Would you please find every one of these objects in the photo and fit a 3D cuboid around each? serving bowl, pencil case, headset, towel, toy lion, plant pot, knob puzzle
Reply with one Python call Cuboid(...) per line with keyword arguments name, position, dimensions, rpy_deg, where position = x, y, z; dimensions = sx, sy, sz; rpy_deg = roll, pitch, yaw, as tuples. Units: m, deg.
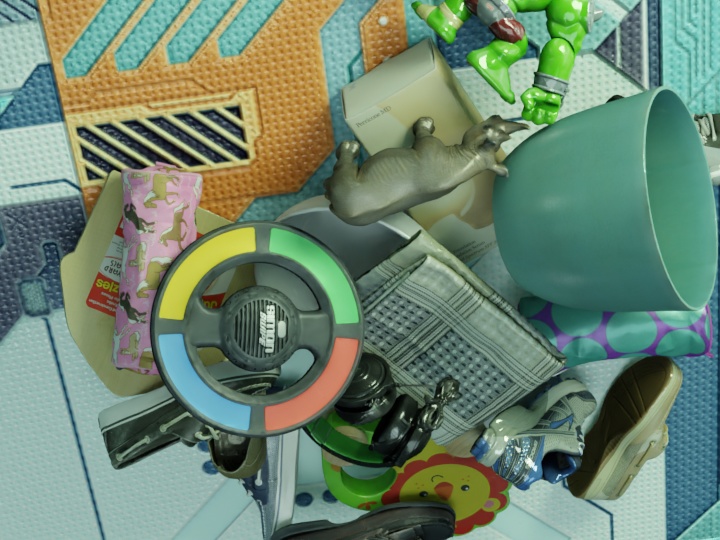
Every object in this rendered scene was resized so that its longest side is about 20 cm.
Cuboid(name="serving bowl", position=(0.000, 0.000, 1.605), dimensions=(0.200, 0.066, 0.200), rpy_deg=(13, 134, 14))
Cuboid(name="pencil case", position=(0.257, 0.059, 1.682), dimensions=(0.200, 0.085, 0.093), rpy_deg=(-8, 107, 1))
Cuboid(name="headset", position=(0.016, 0.141, 1.566), dimensions=(0.200, 0.094, 0.124), rpy_deg=(-24, 118, 43))
Cuboid(name="towel", position=(0.065, 0.071, 1.569), dimensions=(0.200, 0.035, 0.193), rpy_deg=(41, 133, -12))
Cuboid(name="pencil case", position=(-0.191, -0.002, 1.556), dimensions=(0.083, 0.086, 0.200), rpy_deg=(0, 94, -38))
Cuboid(name="toy lion", position=(0.060, 0.213, 1.743), dimensions=(0.200, 0.069, 0.192), rpy_deg=(-4, 130, -2))
Cuboid(name="plant pot", position=(0.215, -0.055, 1.492), dimensions=(0.161, 0.201, 0.201), rpy_deg=(-8, 126, 28))
Cuboid(name="knob puzzle", position=(-0.203, 0.028, 1.616), dimensions=(0.219, 0.030, 0.220), rpy_deg=(-1, 95, -17))

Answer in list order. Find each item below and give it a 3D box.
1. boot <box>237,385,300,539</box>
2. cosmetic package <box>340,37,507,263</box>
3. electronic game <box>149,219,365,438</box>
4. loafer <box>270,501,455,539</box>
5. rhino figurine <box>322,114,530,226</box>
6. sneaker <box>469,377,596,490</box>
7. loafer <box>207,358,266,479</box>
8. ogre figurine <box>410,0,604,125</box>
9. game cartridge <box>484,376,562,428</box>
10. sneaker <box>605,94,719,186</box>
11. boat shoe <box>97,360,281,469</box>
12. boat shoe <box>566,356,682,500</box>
Cuboid(name="boot", position=(-0.112, 0.208, 1.760), dimensions=(0.090, 0.073, 0.200), rpy_deg=(5, 114, 0))
Cuboid(name="cosmetic package", position=(0.075, -0.108, 1.569), dimensions=(0.105, 0.071, 0.200), rpy_deg=(-30, 120, 14))
Cuboid(name="electronic game", position=(-0.093, 0.054, 1.516), dimensions=(0.200, 0.042, 0.200), rpy_deg=(1, 88, -14))
Cuboid(name="loafer", position=(0.005, 0.294, 1.737), dimensions=(0.200, 0.063, 0.072), rpy_deg=(-10, 135, 1))
Cuboid(name="rhino figurine", position=(0.058, -0.094, 1.481), dimensions=(0.200, 0.087, 0.060), rpy_deg=(-18, 123, 9))
Cuboid(name="sneaker", position=(0.191, 0.175, 1.674), dimensions=(0.085, 0.200, 0.077), rpy_deg=(46, 125, 18))
Cuboid(name="loafer", position=(-0.128, 0.117, 1.663), dimensions=(0.076, 0.067, 0.200), rpy_deg=(-8, 97, 2))
Cuboid(name="ogre figurine", position=(0.129, -0.234, 1.470), dimensions=(0.120, 0.200, 0.098), rpy_deg=(-45, 155, 7))
Cuboid(name="game cartridge", position=(0.098, 0.133, 1.745), dimensions=(0.200, 0.040, 0.133), rpy_deg=(22, 122, -17))
Cuboid(name="sneaker", position=(0.290, -0.129, 1.575), dimensions=(0.200, 0.075, 0.116), rpy_deg=(-27, 118, 13))
Cuboid(name="boat shoe", position=(-0.160, 0.139, 1.601), dimensions=(0.200, 0.064, 0.071), rpy_deg=(-23, 161, 19))
Cuboid(name="boat shoe", position=(0.294, 0.171, 1.768), dimensions=(0.065, 0.072, 0.200), rpy_deg=(14, 123, -23))
